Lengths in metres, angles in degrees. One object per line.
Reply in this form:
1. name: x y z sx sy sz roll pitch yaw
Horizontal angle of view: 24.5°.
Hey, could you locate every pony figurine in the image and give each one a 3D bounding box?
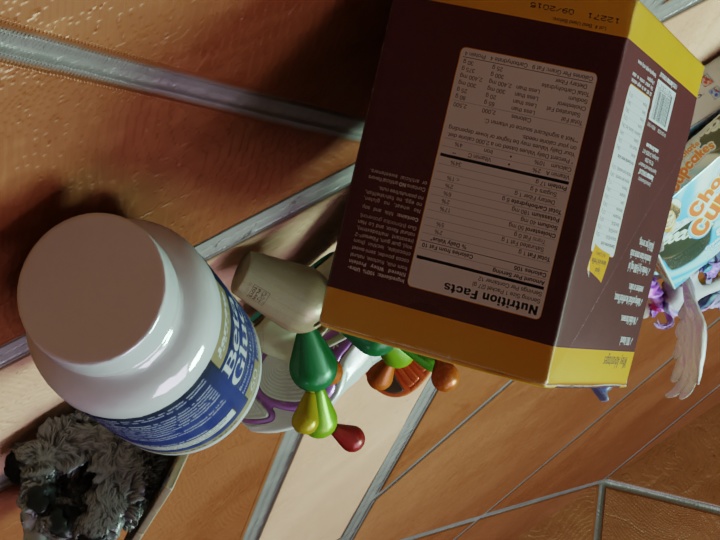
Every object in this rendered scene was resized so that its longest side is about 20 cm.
1. pony figurine: 0.347 0.017 1.816 0.199 0.166 0.195 -18 123 -39

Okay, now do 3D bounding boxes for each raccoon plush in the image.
1. raccoon plush: -0.167 0.139 1.184 0.199 0.097 0.134 -34 171 -11

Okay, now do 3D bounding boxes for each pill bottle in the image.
1. pill bottle: -0.126 0.036 0.945 0.111 0.112 0.200 -35 163 -3

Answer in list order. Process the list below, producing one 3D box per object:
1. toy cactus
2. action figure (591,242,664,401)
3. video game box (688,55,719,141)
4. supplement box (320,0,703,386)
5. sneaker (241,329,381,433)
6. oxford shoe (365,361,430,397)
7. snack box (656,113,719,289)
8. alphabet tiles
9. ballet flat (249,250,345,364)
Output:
1. toy cactus: -0.012 0.042 1.121 0.200 0.164 0.103 -49 -156 42
2. action figure: 0.142 0.008 1.291 0.192 0.201 0.105 -30 179 -23
3. video game box: 0.323 -0.136 1.494 0.181 0.047 0.200 -35 163 -12
4. supplement box: 0.093 -0.047 0.944 0.197 0.131 0.202 9 95 -68
5. sneaker: -0.010 0.063 1.305 0.199 0.075 0.100 -39 162 6
6. oxford shoe: 0.082 0.026 1.436 0.200 0.071 0.073 -41 -177 28
7. snack box: 0.321 -0.085 1.424 0.200 0.037 0.116 -41 141 0
8. alphabet tiles: -0.129 0.126 1.201 0.200 0.007 0.168 -55 -172 46
9. ballet flat: 0.000 0.000 1.176 0.200 0.070 0.069 -45 161 27
